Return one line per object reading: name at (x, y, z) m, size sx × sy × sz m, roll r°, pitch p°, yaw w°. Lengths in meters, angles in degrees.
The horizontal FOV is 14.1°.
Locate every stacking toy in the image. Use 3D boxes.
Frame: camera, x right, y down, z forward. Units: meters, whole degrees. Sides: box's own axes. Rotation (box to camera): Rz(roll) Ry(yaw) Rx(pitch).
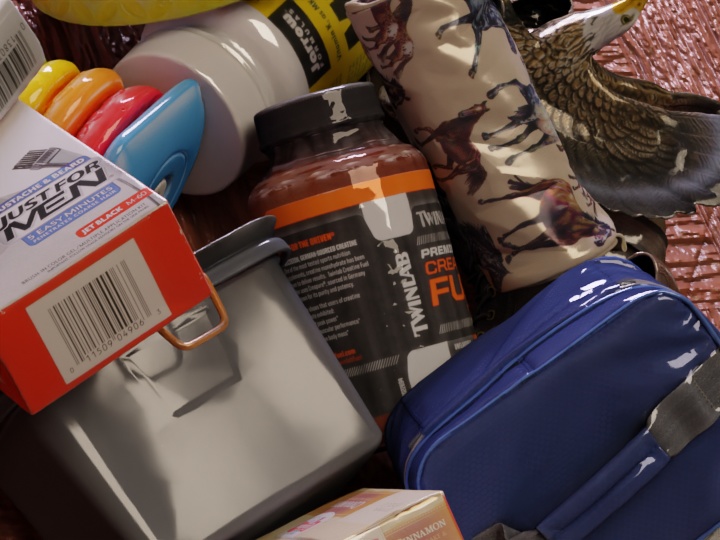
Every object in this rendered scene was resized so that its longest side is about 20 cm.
stacking toy at (-0.197, -0.087, 1.623) m, size 0.200 × 0.116 × 0.110 m, roll 29°, pitch 38°, yaw 10°

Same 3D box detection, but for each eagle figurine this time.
eagle figurine at (0.128, -0.109, 1.731) m, size 0.200 × 0.151 × 0.152 m, roll 46°, pitch 56°, yaw -16°

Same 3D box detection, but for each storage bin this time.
storage bin at (-0.089, 0.080, 1.504) m, size 0.200 × 0.146 × 0.134 m, roll -31°, pitch 78°, yaw -33°

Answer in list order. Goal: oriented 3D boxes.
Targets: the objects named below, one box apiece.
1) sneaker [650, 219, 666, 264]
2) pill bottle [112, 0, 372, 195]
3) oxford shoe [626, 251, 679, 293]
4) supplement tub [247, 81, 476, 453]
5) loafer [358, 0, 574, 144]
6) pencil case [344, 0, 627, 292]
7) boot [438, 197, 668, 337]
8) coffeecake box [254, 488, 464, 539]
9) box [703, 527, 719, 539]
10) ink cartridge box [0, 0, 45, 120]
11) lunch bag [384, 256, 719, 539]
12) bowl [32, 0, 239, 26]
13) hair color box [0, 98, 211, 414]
sneaker at (0.144, 0.047, 1.752) m, size 0.076 × 0.070 × 0.200 m, roll 4°, pitch 53°, yaw 2°
pill bottle at (-0.059, -0.134, 1.719) m, size 0.114 × 0.114 × 0.200 m, roll 40°, pitch 46°, yaw 1°
oxford shoe at (0.106, 0.072, 1.606) m, size 0.071 × 0.073 × 0.200 m, roll 28°, pitch 73°, yaw 24°
supplement tub at (0.000, 0.000, 1.615) m, size 0.107 × 0.107 × 0.200 m, roll -14°, pitch 88°, yaw -38°
loafer at (0.063, -0.135, 1.822) m, size 0.073 × 0.071 × 0.200 m, roll 47°, pitch 46°, yaw 8°
pencil case at (0.073, -0.083, 1.639) m, size 0.089 × 0.078 × 0.200 m, roll -28°, pitch 95°, yaw -10°
boot at (0.075, 0.029, 1.698) m, size 0.200 × 0.069 × 0.174 m, roll 15°, pitch 65°, yaw 18°
coffeecake box at (0.031, 0.211, 1.433) m, size 0.073 × 0.154 × 0.200 m, roll -25°, pitch 93°, yaw -14°
box at (0.231, 0.197, 1.601) m, size 0.199 × 0.131 × 0.200 m, roll 53°, pitch 46°, yaw -9°
ink cartridge box at (-0.282, -0.065, 1.510) m, size 0.050 × 0.200 × 0.162 m, roll 60°, pitch 38°, yaw -28°
lunch bag at (0.109, 0.095, 1.506) m, size 0.200 × 0.132 × 0.136 m, roll -39°, pitch 101°, yaw -3°
bowl at (-0.113, -0.235, 1.692) m, size 0.200 × 0.108 × 0.200 m, roll -12°, pitch 29°, yaw 7°
hair color box at (-0.173, -0.014, 1.455) m, size 0.111 × 0.200 × 0.064 m, roll -35°, pitch 122°, yaw -16°
